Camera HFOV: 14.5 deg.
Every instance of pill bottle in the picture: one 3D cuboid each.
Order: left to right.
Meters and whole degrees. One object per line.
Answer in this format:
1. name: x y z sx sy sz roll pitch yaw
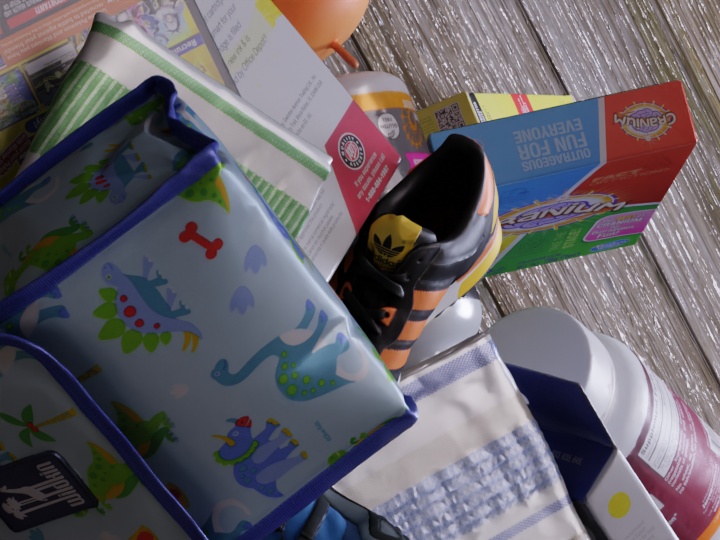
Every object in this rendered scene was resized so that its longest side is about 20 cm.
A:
1. pill bottle: 0.000 0.000 1.573 0.116 0.116 0.200 1 68 -65
2. pill bottle: 0.150 0.109 1.803 0.200 0.114 0.114 41 35 -46

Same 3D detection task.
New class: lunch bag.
1. lunch bag: -0.106 0.048 1.212 0.170 0.200 0.127 54 0 -28

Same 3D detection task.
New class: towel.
1. towel: -0.107 0.002 1.290 0.153 0.023 0.200 33 76 -35
2. towel: 0.050 0.148 1.495 0.147 0.024 0.200 -28 96 -24

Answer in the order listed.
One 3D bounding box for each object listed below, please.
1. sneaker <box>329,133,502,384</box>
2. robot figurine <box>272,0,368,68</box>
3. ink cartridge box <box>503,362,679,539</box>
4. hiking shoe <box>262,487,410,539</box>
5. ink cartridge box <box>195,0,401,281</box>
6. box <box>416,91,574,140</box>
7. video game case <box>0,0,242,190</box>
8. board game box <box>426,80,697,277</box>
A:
1. sneaker: 0.005 0.012 1.449 0.200 0.070 0.090 -53 159 -27
2. robot figurine: -0.072 -0.186 1.561 0.200 0.144 0.117 52 32 -7
3. ink cartridge box: 0.106 0.136 1.618 0.047 0.198 0.200 -44 115 -18
4. hiking shoe: -0.038 0.131 1.337 0.087 0.074 0.200 -6 41 -33
5. ink cartridge box: -0.090 -0.077 1.424 0.200 0.083 0.145 51 39 -16
6. box: 0.086 -0.084 1.888 0.200 0.075 0.050 -5 74 -65
7. video game case: -0.159 -0.091 1.294 0.200 0.025 0.181 -31 99 -32
8. board game box: 0.106 -0.047 1.694 0.200 0.153 0.040 106 -29 -73
